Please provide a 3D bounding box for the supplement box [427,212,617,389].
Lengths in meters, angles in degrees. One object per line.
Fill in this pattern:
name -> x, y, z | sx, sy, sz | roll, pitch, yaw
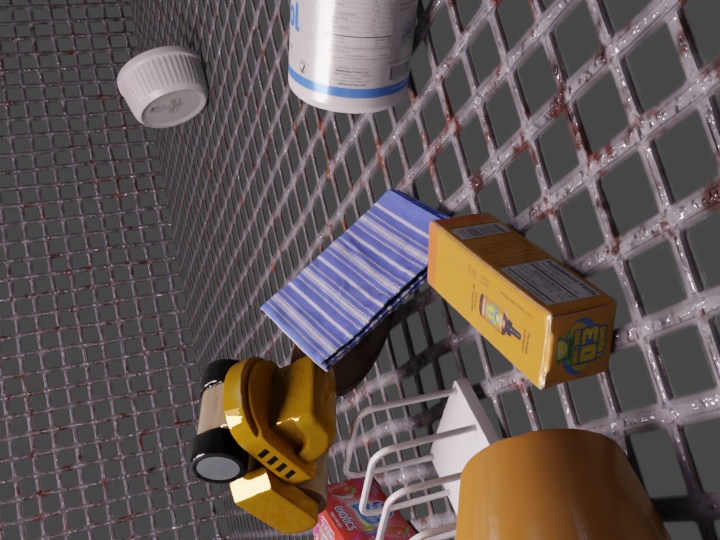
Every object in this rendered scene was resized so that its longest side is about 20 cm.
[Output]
supplement box -> 0.126, 0.017, 0.702 | 0.200, 0.069, 0.067 | -129, 35, -58

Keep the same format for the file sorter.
file sorter -> 0.077, 0.237, 0.823 | 0.139, 0.124, 0.200 | 100, 153, -45

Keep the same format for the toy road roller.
toy road roller -> -0.073, 0.171, 0.875 | 0.200, 0.146, 0.123 | 49, -152, -37

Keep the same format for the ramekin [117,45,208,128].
ramekin -> -0.446, -0.414, 1.924 | 0.105, 0.200, 0.200 | 66, 157, 13

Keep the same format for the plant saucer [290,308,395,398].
plant saucer -> -0.011, 0.069, 0.975 | 0.034, 0.200, 0.200 | 23, 128, 25

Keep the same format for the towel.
towel -> 0.000, 0.000, 0.861 | 0.145, 0.200, 0.024 | 37, 166, 51

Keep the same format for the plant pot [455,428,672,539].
plant pot -> 0.143, 0.221, 0.585 | 0.200, 0.200, 0.183 | 105, 165, -48

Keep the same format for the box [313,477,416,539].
box -> 0.007, 0.372, 1.135 | 0.200, 0.095, 0.100 | -148, 52, -65

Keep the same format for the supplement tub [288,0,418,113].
supplement tub -> -0.006, -0.274, 0.849 | 0.132, 0.132, 0.200 | -123, 31, -49
